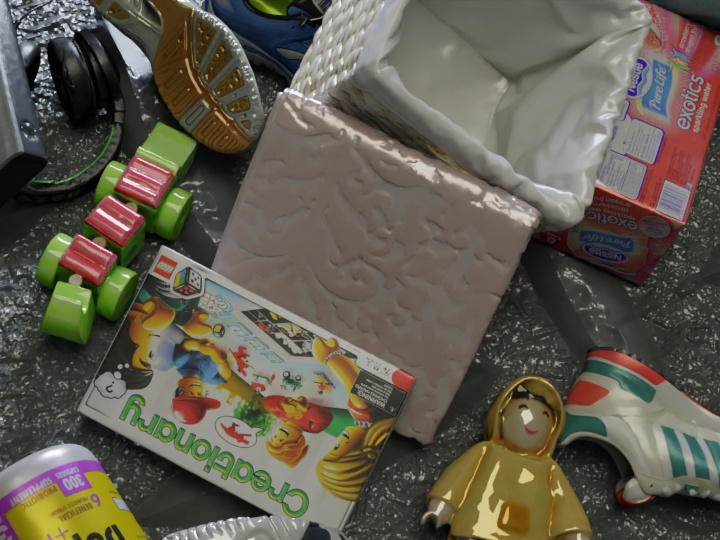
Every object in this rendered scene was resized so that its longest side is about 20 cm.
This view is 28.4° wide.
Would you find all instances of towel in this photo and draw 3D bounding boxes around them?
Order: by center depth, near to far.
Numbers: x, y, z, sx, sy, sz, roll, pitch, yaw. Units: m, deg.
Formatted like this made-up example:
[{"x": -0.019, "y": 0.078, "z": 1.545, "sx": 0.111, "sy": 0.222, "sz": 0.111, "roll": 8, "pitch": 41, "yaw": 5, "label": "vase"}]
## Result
[{"x": 0.000, "y": 0.000, "z": 0.993, "sx": 0.198, "sy": 0.193, "sz": 0.032, "roll": 25, "pitch": 18, "yaw": 4, "label": "towel"}]

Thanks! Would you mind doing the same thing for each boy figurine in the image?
[{"x": 0.106, "y": 0.166, "z": 0.977, "sx": 0.123, "sy": 0.065, "sz": 0.202, "roll": 18, "pitch": 61, "yaw": 1, "label": "boy figurine"}]

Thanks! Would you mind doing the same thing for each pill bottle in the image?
[{"x": -0.159, "y": 0.213, "z": 0.865, "sx": 0.104, "sy": 0.105, "sz": 0.201, "roll": -29, "pitch": 70, "yaw": -26, "label": "pill bottle"}]

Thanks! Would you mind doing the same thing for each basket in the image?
[{"x": 0.075, "y": -0.145, "z": 1.049, "sx": 0.197, "sy": 0.160, "sz": 0.202, "roll": 34, "pitch": 64, "yaw": -21, "label": "basket"}]

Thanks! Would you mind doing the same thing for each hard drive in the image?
[{"x": -0.293, "y": -0.127, "z": 1.018, "sx": 0.033, "sy": 0.139, "sz": 0.202, "roll": 13, "pitch": 50, "yaw": -49, "label": "hard drive"}]

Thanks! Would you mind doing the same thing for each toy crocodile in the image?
[{"x": -0.174, "y": -0.031, "z": 1.026, "sx": 0.067, "sy": 0.062, "sz": 0.201, "roll": 27, "pitch": 58, "yaw": 4, "label": "toy crocodile"}]

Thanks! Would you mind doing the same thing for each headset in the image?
[{"x": -0.238, "y": -0.154, "z": 1.063, "sx": 0.122, "sy": 0.094, "sz": 0.203, "roll": 0, "pitch": 72, "yaw": -13, "label": "headset"}]

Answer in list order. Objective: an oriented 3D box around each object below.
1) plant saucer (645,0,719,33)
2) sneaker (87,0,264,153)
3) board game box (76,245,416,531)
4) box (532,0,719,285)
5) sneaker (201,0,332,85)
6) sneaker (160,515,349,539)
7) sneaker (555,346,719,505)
[{"x": 0.311, "y": -0.204, "z": 1.176, "sx": 0.199, "sy": 0.201, "sz": 0.039, "roll": 22, "pitch": 85, "yaw": 1, "label": "plant saucer"}, {"x": -0.131, "y": -0.175, "z": 1.105, "sx": 0.075, "sy": 0.088, "sz": 0.201, "roll": -38, "pitch": 79, "yaw": 12, "label": "sneaker"}, {"x": -0.076, "y": 0.085, "z": 0.972, "sx": 0.198, "sy": 0.035, "sz": 0.128, "roll": 26, "pitch": 82, "yaw": 4, "label": "board game box"}, {"x": 0.219, "y": -0.106, "z": 1.139, "sx": 0.101, "sy": 0.095, "sz": 0.202, "roll": 23, "pitch": 58, "yaw": 1, "label": "box"}, {"x": -0.032, "y": -0.184, "z": 1.129, "sx": 0.198, "sy": 0.089, "sz": 0.079, "roll": 26, "pitch": 58, "yaw": -3, "label": "sneaker"}, {"x": -0.040, "y": 0.227, "z": 0.873, "sx": 0.198, "sy": 0.079, "sz": 0.131, "roll": 23, "pitch": 58, "yaw": -45, "label": "sneaker"}, {"x": 0.230, "y": 0.142, "z": 1.026, "sx": 0.198, "sy": 0.070, "sz": 0.094, "roll": 33, "pitch": 76, "yaw": 5, "label": "sneaker"}]
